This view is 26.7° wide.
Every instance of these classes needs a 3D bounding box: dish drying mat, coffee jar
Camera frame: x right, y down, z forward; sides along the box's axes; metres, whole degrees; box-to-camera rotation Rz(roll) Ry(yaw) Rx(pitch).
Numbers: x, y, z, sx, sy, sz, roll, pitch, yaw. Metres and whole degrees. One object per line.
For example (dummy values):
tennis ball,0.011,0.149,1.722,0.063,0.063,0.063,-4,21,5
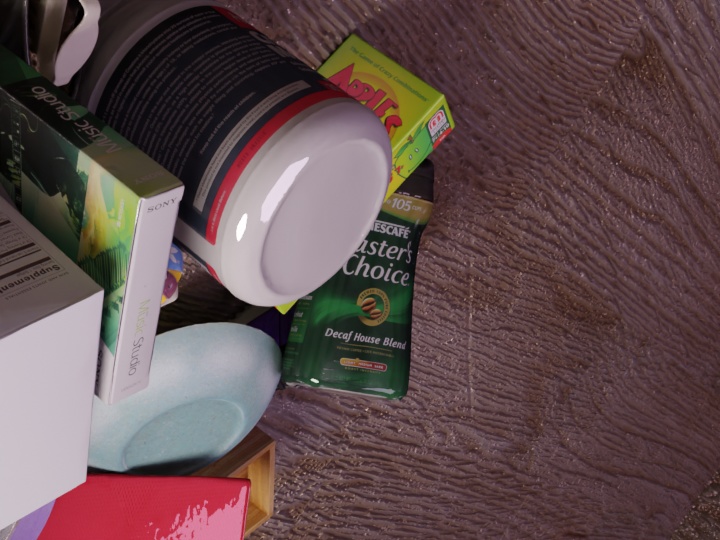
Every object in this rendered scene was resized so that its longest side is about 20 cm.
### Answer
dish drying mat,-0.187,0.197,1.201,0.197,0.018,0.078,4,100,-20
coffee jar,0.000,0.000,1.231,0.085,0.103,0.203,173,-75,-75

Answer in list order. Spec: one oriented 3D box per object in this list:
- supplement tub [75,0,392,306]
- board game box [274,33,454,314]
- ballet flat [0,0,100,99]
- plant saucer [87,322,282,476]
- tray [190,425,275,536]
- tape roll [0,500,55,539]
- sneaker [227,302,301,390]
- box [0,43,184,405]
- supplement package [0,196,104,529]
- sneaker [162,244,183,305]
supplement tub,-0.091,-0.084,0.957,0.140,0.199,0.141,-37,149,-27
board game box,-0.032,-0.077,1.165,0.200,0.101,0.048,-48,151,-10
ballet flat,-0.166,-0.181,0.873,0.068,0.068,0.202,-21,138,-45
plant saucer,-0.147,0.120,1.207,0.199,0.039,0.202,-21,148,-13
tray,-0.155,0.223,1.300,0.199,0.037,0.100,-36,144,-36
tape roll,-0.306,0.167,1.058,0.199,0.065,0.201,-37,148,-28
sneaker,-0.049,0.065,1.298,0.200,0.099,0.070,-45,150,-15
box,-0.187,-0.037,0.863,0.036,0.199,0.146,-27,143,-44
supplement package,-0.263,0.038,0.830,0.150,0.199,0.153,-27,144,-39
sneaker,-0.162,-0.016,0.994,0.089,0.076,0.200,-7,167,-6
